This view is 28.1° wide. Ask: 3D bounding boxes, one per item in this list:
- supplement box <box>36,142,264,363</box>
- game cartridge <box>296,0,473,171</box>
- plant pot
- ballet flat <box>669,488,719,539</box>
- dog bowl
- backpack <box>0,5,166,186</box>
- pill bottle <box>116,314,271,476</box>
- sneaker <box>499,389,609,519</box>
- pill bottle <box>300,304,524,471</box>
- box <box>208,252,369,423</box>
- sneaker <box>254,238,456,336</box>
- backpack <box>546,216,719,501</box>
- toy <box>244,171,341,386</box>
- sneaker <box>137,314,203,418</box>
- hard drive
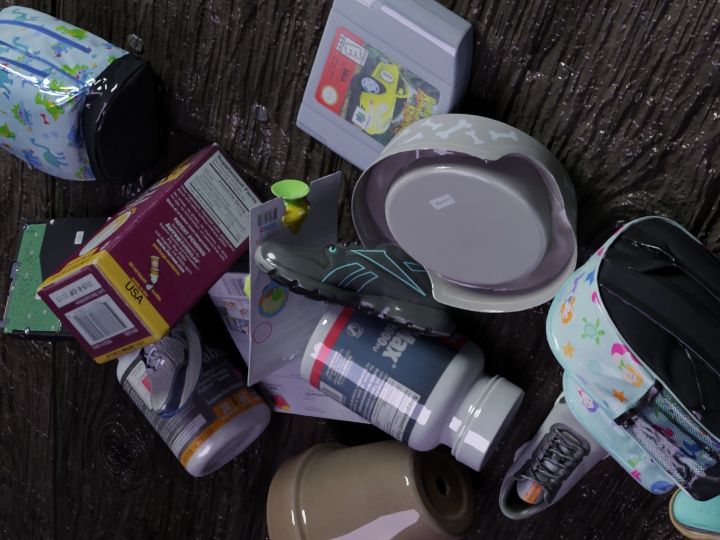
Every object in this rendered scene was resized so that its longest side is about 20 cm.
[{"bbox_3d":[-0.202,-0.017,1.432,0.103,0.200,0.131,51,141,-14],"label":"supplement box"},{"bbox_3d":[0.023,-0.158,1.237,0.133,0.041,0.200,31,142,7],"label":"game cartridge"},{"bbox_3d":[0.027,0.263,1.550,0.174,0.201,0.201,-29,107,34],"label":"plant pot"},{"bbox_3d":[0.382,0.237,1.314,0.199,0.069,0.063,13,163,35],"label":"ballet flat"},{"bbox_3d":[0.094,-0.051,1.230,0.199,0.059,0.201,14,142,11],"label":"dog bowl"},{"bbox_3d":[-0.310,-0.178,1.434,0.200,0.154,0.164,41,152,20],"label":"backpack"},{"bbox_3d":[-0.201,0.122,1.620,0.200,0.116,0.117,50,144,12],"label":"pill bottle"},{"bbox_3d":[0.193,0.183,1.395,0.074,0.079,0.201,36,141,8],"label":"sneaker"},{"bbox_3d":[0.053,0.104,1.403,0.199,0.120,0.120,30,142,12],"label":"pill bottle"},{"bbox_3d":[-0.072,0.071,1.542,0.155,0.041,0.201,2,127,40],"label":"box"},{"bbox_3d":[0.000,0.000,1.332,0.199,0.080,0.075,18,174,-14],"label":"sneaker"},{"bbox_3d":[0.247,0.065,1.152,0.200,0.178,0.151,46,138,-1],"label":"backpack"},{"bbox_3d":[-0.075,0.001,1.392,0.047,0.115,0.201,34,133,33],"label":"toy"},{"bbox_3d":[-0.222,0.058,1.525,0.085,0.201,0.077,13,151,-37],"label":"sneaker"},{"bbox_3d":[-0.323,0.011,1.625,0.199,0.141,0.038,-1,163,40],"label":"hard drive"}]
